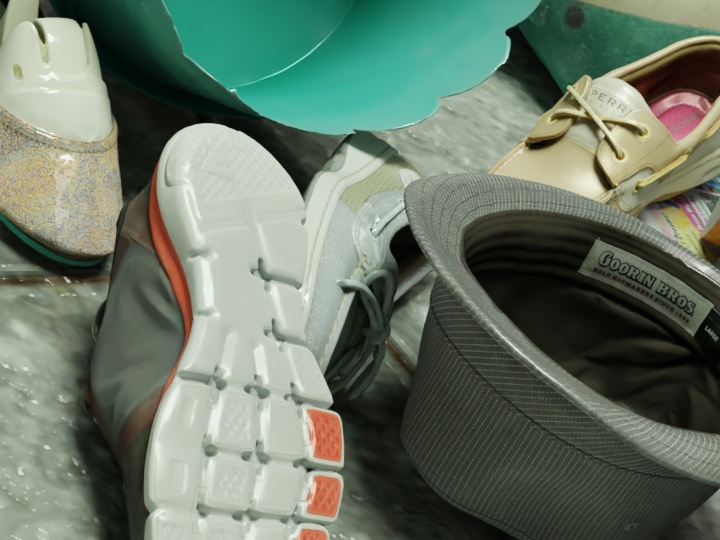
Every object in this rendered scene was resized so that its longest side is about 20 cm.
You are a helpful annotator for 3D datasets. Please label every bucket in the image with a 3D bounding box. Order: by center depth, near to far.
[{"bbox_3d":[-0.035,-0.157,1.065,0.207,0.208,0.135,11,0,-29],"label":"bucket"}]

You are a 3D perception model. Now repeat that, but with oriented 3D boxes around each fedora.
[{"bbox_3d":[0.080,0.047,0.964,0.177,0.090,0.200,45,27,25],"label":"fedora"}]

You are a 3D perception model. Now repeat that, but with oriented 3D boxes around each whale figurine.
[{"bbox_3d":[0.126,-0.131,1.333,0.159,0.104,0.200,0,15,-41],"label":"whale figurine"}]

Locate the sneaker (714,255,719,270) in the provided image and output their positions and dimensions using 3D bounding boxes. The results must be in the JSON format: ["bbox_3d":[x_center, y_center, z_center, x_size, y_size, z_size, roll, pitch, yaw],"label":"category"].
[{"bbox_3d":[0.247,0.045,1.101,0.200,0.090,0.070,44,40,7],"label":"sneaker"}]

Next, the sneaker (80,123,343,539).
[{"bbox_3d":[-0.059,0.048,0.885,0.077,0.082,0.200,25,49,-30],"label":"sneaker"}]

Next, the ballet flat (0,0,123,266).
[{"bbox_3d":[-0.142,-0.086,1.023,0.068,0.067,0.200,3,38,-39],"label":"ballet flat"}]

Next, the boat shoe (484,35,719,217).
[{"bbox_3d":[0.113,-0.060,1.177,0.074,0.069,0.200,32,40,24],"label":"boat shoe"}]

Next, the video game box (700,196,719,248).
[{"bbox_3d":[0.253,-0.007,1.106,0.182,0.047,0.200,32,-11,4],"label":"video game box"}]

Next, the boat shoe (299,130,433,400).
[{"bbox_3d":[0.000,0.001,1.004,0.065,0.075,0.202,25,21,2],"label":"boat shoe"}]

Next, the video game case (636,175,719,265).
[{"bbox_3d":[0.212,0.009,1.231,0.182,0.024,0.200,11,34,-29],"label":"video game case"}]
